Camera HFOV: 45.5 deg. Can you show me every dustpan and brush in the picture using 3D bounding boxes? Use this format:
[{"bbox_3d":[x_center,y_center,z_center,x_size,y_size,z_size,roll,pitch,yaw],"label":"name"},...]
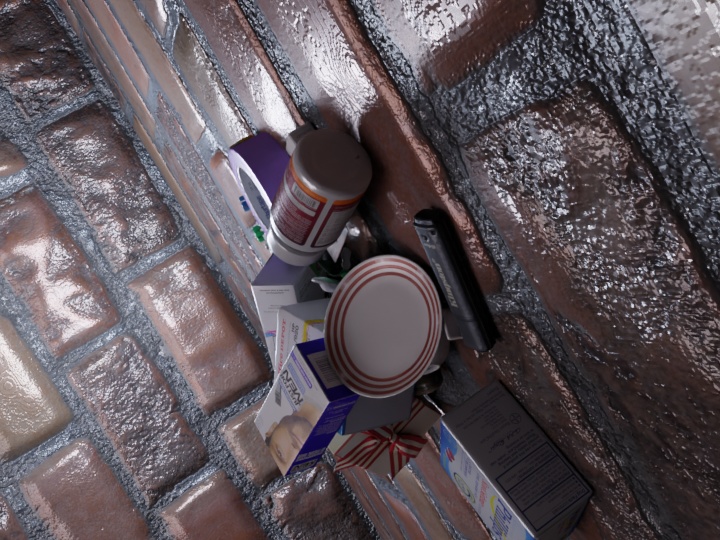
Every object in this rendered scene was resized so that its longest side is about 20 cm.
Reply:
[{"bbox_3d":[0.011,0.048,1.314,0.139,0.199,0.058,32,110,61],"label":"dustpan and brush"}]

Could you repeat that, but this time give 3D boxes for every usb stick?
[{"bbox_3d":[0.118,0.015,1.067,0.055,0.033,0.201,31,149,63],"label":"usb stick"}]

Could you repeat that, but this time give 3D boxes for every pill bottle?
[{"bbox_3d":[-0.064,-0.095,1.190,0.110,0.109,0.200,54,147,14],"label":"pill bottle"}]

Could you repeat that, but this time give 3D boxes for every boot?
[{"bbox_3d":[0.064,0.132,1.412,0.097,0.075,0.200,61,168,-24],"label":"boot"}]

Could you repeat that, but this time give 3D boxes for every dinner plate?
[{"bbox_3d":[0.033,0.078,1.201,0.024,0.200,0.200,16,-154,-51],"label":"dinner plate"}]

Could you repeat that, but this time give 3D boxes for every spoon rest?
[{"bbox_3d":[0.100,0.102,1.229,0.200,0.099,0.061,127,132,-60],"label":"spoon rest"}]

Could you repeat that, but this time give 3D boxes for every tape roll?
[{"bbox_3d":[-0.141,-0.124,1.413,0.200,0.065,0.200,55,165,23],"label":"tape roll"}]

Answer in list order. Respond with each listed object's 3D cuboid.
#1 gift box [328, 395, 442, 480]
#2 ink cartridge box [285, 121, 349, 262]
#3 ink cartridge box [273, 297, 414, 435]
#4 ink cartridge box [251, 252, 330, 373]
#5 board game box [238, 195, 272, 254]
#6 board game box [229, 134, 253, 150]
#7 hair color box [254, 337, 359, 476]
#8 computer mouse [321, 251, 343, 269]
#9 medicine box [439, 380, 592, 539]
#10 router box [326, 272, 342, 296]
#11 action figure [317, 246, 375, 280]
[{"bbox_3d":[0.014,0.263,1.543,0.184,0.200,0.187,30,-170,-44],"label":"gift box"},{"bbox_3d":[-0.059,-0.118,1.362,0.177,0.045,0.200,57,166,7],"label":"ink cartridge box"},{"bbox_3d":[-0.026,0.146,1.377,0.200,0.144,0.148,25,115,48],"label":"ink cartridge box"},{"bbox_3d":[-0.110,0.072,1.513,0.145,0.084,0.201,-63,-32,-55],"label":"ink cartridge box"},{"bbox_3d":[-0.183,-0.041,1.749,0.200,0.026,0.200,61,173,17],"label":"board game box"},{"bbox_3d":[-0.160,-0.142,1.633,0.165,0.057,0.201,39,157,49],"label":"board game box"},{"bbox_3d":[-0.084,0.207,1.292,0.109,0.065,0.200,55,137,29],"label":"hair color box"},{"bbox_3d":[-0.019,-0.002,1.513,0.200,0.034,0.059,51,144,8],"label":"computer mouse"},{"bbox_3d":[0.208,0.286,1.191,0.200,0.103,0.182,51,164,29],"label":"medicine box"},{"bbox_3d":[-0.074,0.028,1.684,0.200,0.062,0.150,38,155,53],"label":"router box"},{"bbox_3d":[0.000,0.000,1.349,0.118,0.055,0.200,19,176,3],"label":"action figure"}]
